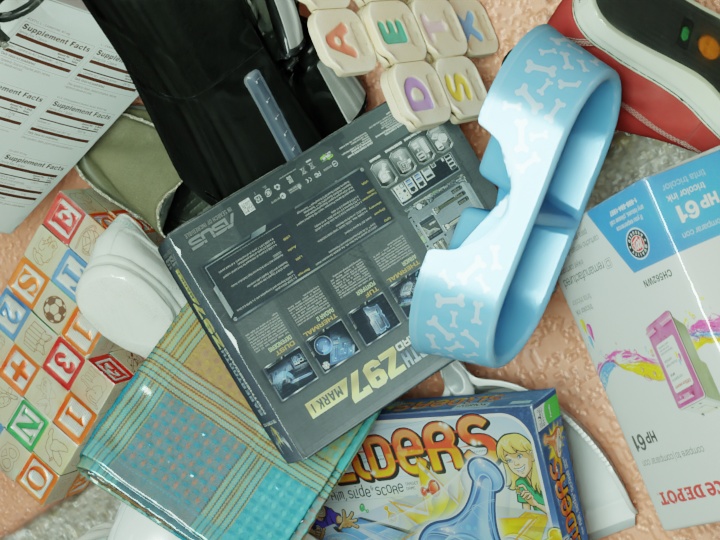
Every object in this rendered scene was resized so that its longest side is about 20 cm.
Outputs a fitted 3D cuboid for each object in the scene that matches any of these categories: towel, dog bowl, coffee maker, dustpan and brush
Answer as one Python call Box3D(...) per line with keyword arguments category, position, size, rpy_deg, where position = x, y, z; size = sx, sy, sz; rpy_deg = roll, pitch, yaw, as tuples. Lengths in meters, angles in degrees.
Box3D(category="towel", position=(-0.066, 0.080, 1.065), size=(0.146, 0.022, 0.201), rpy_deg=(31, 69, 8))
Box3D(category="dog bowl", position=(0.091, -0.036, 0.970), size=(0.049, 0.111, 0.202), rpy_deg=(24, 99, 21))
Box3D(category="coffee maker", position=(-0.111, -0.141, 1.079), size=(0.190, 0.135, 0.201), rpy_deg=(-23, 130, 4))
Box3D(category="dustpan and brush", position=(0.080, 0.098, 1.115), size=(0.139, 0.057, 0.202), rpy_deg=(-25, 84, 24))

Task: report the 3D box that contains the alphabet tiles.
Box3D(category="alphabet tiles", position=(0.018, -0.182, 1.044), size=(0.015, 0.195, 0.202), rpy_deg=(-26, 84, 36))

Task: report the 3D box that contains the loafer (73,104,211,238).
Box3D(category="loafer", position=(-0.125, -0.061, 1.188), size=(0.198, 0.070, 0.076), rpy_deg=(24, 104, 21))

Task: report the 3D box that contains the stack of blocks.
Box3D(category="stack of blocks", position=(-0.210, 0.055, 1.244), size=(0.115, 0.058, 0.201), rpy_deg=(38, 109, 17))

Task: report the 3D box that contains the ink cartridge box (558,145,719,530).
Box3D(category="ink cartridge box", position=(0.205, 0.043, 1.003), size=(0.202, 0.084, 0.144), rpy_deg=(66, 158, 5))

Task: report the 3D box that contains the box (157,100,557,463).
Box3D(category="box", position=(-0.001, -0.001, 1.046), size=(0.199, 0.051, 0.159), rpy_deg=(-33, 90, -16))

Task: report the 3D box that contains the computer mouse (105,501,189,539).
Box3D(category="computer mouse", position=(-0.105, 0.138, 1.072), size=(0.109, 0.044, 0.201), rpy_deg=(24, 72, 6))

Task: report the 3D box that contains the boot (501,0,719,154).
Box3D(category="boot", position=(0.189, -0.097, 1.051), size=(0.199, 0.073, 0.144), rpy_deg=(32, 152, -9))

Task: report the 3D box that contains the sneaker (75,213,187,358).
Box3D(category="sneaker", position=(-0.115, 0.044, 1.175), size=(0.075, 0.089, 0.201), rpy_deg=(-20, 125, 22))

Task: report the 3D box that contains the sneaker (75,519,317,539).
Box3D(category="sneaker", position=(-0.113, 0.204, 1.110), size=(0.198, 0.080, 0.071), rpy_deg=(-2, 92, 21))

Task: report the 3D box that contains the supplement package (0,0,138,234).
Box3D(category="supplement package", position=(-0.268, -0.170, 1.179), size=(0.200, 0.147, 0.192), rpy_deg=(-43, 62, 22))

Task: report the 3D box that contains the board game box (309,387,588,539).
Box3D(category="board game box", position=(0.047, 0.150, 1.106), size=(0.198, 0.034, 0.137), rpy_deg=(-8, 101, 35))
